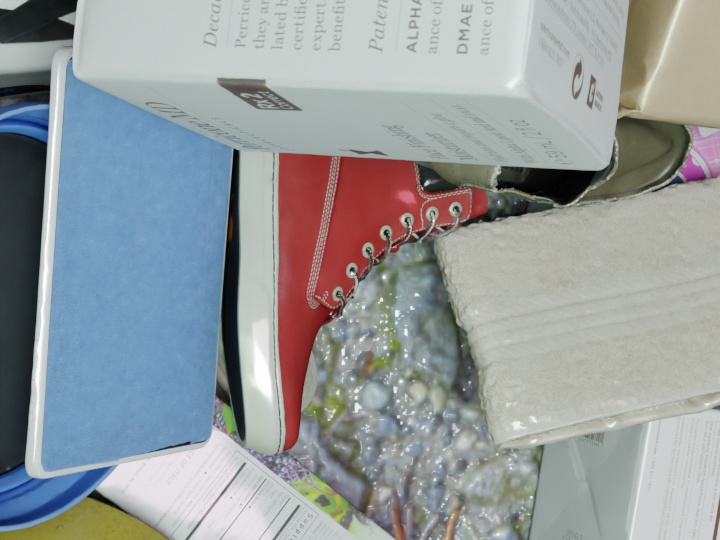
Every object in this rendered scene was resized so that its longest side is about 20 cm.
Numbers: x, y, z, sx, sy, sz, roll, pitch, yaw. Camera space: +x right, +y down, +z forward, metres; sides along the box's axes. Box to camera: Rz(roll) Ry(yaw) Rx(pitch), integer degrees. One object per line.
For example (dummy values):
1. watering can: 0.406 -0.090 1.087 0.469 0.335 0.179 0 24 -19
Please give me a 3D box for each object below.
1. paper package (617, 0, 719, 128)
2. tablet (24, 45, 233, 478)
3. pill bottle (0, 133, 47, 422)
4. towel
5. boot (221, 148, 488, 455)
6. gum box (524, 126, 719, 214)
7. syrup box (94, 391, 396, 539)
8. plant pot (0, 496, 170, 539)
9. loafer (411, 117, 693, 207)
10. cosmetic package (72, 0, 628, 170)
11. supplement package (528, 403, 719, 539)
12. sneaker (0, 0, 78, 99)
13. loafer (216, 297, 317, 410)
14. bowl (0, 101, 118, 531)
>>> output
1. paper package: 0.211 -0.170 0.781 0.200 0.103 0.191 3 113 -32
2. tablet: -0.110 -0.004 0.739 0.130 0.014 0.200 -3 99 -56
3. pill bottle: -0.214 0.018 0.773 0.112 0.112 0.200 9 90 -21
4. towel: 0.148 0.020 0.856 0.200 0.034 0.133 -10 67 -15
5. boot: 0.000 0.000 0.804 0.144 0.072 0.200 5 74 -13
6. gum box: 0.176 -0.045 0.939 0.113 0.066 0.200 26 84 -19
7. syrup box: -0.067 0.134 0.854 0.200 0.079 0.081 40 79 -18
8. plant pot: -0.161 0.196 0.778 0.200 0.200 0.142 32 62 -19
9. loafer: 0.112 -0.060 0.805 0.200 0.070 0.075 -4 126 -39
10. cosmetic package: 0.007 -0.143 0.676 0.200 0.165 0.165 4 84 22
11. supplement package: 0.225 0.141 0.941 0.200 0.121 0.120 9 90 -21
12. sneaker: -0.151 -0.153 0.808 0.200 0.073 0.112 -7 82 -30
13. loafer: -0.095 -0.003 0.845 0.072 0.063 0.200 -34 103 -40
14. bowl: -0.164 0.020 0.713 0.201 0.039 0.201 -19 114 -54
